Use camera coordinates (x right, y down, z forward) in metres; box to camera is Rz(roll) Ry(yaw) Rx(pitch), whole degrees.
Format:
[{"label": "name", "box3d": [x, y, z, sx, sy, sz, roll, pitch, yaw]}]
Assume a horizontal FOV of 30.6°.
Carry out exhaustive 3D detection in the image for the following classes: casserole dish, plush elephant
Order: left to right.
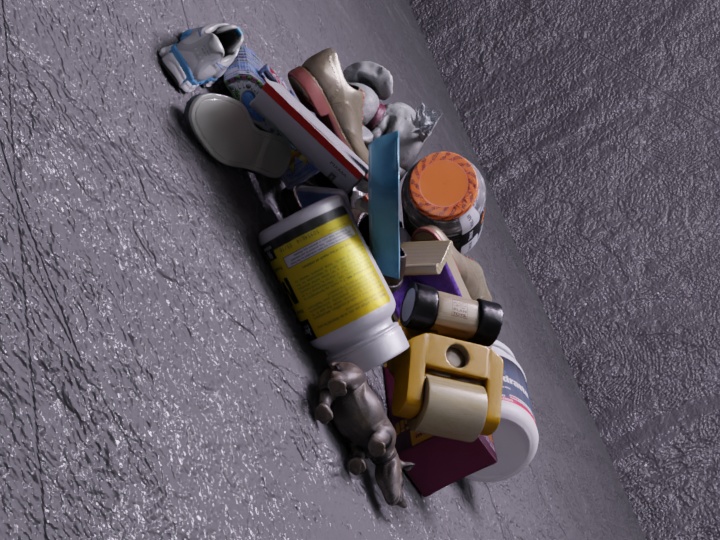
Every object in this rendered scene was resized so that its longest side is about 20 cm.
[{"label": "plush elephant", "box3d": [0.013, -0.200, 1.877, 0.155, 0.200, 0.165, 33, 53, 1]}, {"label": "casserole dish", "box3d": [0.029, -0.077, 1.585, 0.200, 0.039, 0.121, 89, 1, -50]}]

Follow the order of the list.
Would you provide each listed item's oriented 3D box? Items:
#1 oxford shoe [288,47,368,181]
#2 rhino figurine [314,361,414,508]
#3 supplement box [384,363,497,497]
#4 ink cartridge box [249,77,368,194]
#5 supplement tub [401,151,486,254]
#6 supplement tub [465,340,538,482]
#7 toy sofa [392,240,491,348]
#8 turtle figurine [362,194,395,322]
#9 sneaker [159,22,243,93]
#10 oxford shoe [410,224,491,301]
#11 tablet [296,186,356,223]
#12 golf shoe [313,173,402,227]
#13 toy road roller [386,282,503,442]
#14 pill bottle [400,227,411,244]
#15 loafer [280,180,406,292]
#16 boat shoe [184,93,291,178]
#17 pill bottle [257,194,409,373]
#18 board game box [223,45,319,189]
[{"label": "oxford shoe", "box3d": [-0.016, -0.198, 1.705, 0.070, 0.075, 0.200, 38, -15, 47]}, {"label": "rhino figurine", "box3d": [0.010, 0.189, 1.491, 0.200, 0.060, 0.087, 61, 16, -18]}, {"label": "supplement box", "box3d": [0.103, 0.186, 1.740, 0.086, 0.110, 0.200, 55, 15, -29]}, {"label": "ink cartridge box", "box3d": [-0.062, -0.156, 1.557, 0.161, 0.050, 0.200, 43, 8, -4]}, {"label": "supplement tub", "box3d": [0.121, -0.096, 1.914, 0.200, 0.122, 0.123, 78, -12, -76]}, {"label": "supplement tub", "box3d": [0.182, 0.203, 1.947, 0.140, 0.140, 0.200, 56, 15, -27]}, {"label": "toy sofa", "box3d": [0.108, 0.061, 1.817, 0.098, 0.083, 0.200, -61, 137, -40]}, {"label": "turtle figurine", "box3d": [0.000, 0.000, 1.803, 0.161, 0.064, 0.200, -20, 98, -67]}, {"label": "sneaker", "box3d": [-0.177, -0.270, 1.609, 0.075, 0.087, 0.200, 58, 13, -14]}, {"label": "oxford shoe", "box3d": [0.131, 0.001, 1.877, 0.075, 0.070, 0.200, -59, 135, -35]}, {"label": "tablet", "box3d": [-0.018, -0.011, 1.647, 0.130, 0.014, 0.200, 11, -57, 61]}, {"label": "golf shoe", "box3d": [-0.011, -0.093, 1.958, 0.200, 0.073, 0.092, 52, 32, -13]}, {"label": "toy road roller", "box3d": [0.094, 0.122, 1.631, 0.123, 0.146, 0.200, 14, 61, -16]}, {"label": "pill bottle", "box3d": [0.080, 0.036, 1.944, 0.200, 0.111, 0.111, 57, 14, -26]}, {"label": "loafer", "box3d": [-0.014, -0.057, 1.710, 0.200, 0.071, 0.073, 38, 37, 7]}, {"label": "boat shoe", "box3d": [-0.158, -0.162, 1.572, 0.062, 0.073, 0.200, 21, -3, 31]}, {"label": "pill bottle", "box3d": [-0.028, 0.022, 1.547, 0.200, 0.114, 0.114, 63, 13, 0]}, {"label": "board game box", "box3d": [-0.105, -0.194, 1.732, 0.200, 0.062, 0.200, 57, 5, -24]}]
